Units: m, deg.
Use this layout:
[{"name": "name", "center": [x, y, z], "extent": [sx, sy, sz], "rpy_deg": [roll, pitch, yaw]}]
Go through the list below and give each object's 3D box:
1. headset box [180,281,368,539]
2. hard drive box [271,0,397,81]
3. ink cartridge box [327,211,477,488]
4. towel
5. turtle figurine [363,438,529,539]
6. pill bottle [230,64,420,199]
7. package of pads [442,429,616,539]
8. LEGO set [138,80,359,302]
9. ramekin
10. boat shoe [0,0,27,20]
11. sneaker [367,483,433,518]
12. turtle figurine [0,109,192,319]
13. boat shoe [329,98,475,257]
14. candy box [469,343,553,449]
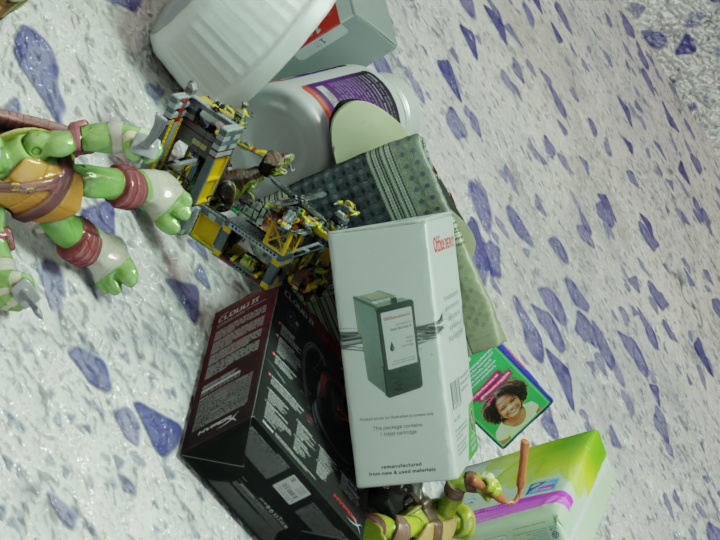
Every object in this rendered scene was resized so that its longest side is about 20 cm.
[{"name": "headset box", "center": [-0.058, 0.116, 1.400], "extent": [0.149, 0.075, 0.201], "rpy_deg": [51, 25, -27]}, {"name": "hard drive box", "center": [-0.062, -0.274, 1.719], "extent": [0.077, 0.155, 0.202], "rpy_deg": [32, 37, -50]}, {"name": "ink cartridge box", "center": [0.037, 0.059, 1.391], "extent": [0.146, 0.083, 0.202], "rpy_deg": [-15, 99, -79]}, {"name": "towel", "center": [0.009, 0.006, 1.499], "extent": [0.202, 0.191, 0.035], "rpy_deg": [68, 22, -1]}, {"name": "turtle figurine", "center": [0.051, 0.212, 1.444], "extent": [0.160, 0.201, 0.065], "rpy_deg": [-10, 51, -47]}, {"name": "pill bottle", "center": [-0.026, -0.130, 1.616], "extent": [0.199, 0.111, 0.112], "rpy_deg": [-23, 86, -56]}, {"name": "package of pads", "center": [0.142, 0.228, 1.607], "extent": [0.069, 0.153, 0.200], "rpy_deg": [67, 24, -9]}, {"name": "LEGO set", "center": [-0.084, -0.078, 1.421], "extent": [0.199, 0.117, 0.153], "rpy_deg": [37, 23, 23]}, {"name": "ramekin", "center": [-0.103, -0.237, 1.554], "extent": [0.094, 0.202, 0.203], "rpy_deg": [40, 29, -16]}, {"name": "boat shoe", "center": [-0.269, -0.238, 1.341], "extent": [0.076, 0.073, 0.201], "rpy_deg": [53, 25, -22]}, {"name": "sneaker", "center": [0.018, 0.139, 1.547], "extent": [0.090, 0.066, 0.202], "rpy_deg": [45, 30, -45]}, {"name": "turtle figurine", "center": [-0.188, -0.031, 1.207], "extent": [0.194, 0.198, 0.146], "rpy_deg": [24, 78, -62]}, {"name": "boat shoe", "center": [0.030, -0.079, 1.551], "extent": [0.202, 0.073, 0.063], "rpy_deg": [49, 4, -34]}, {"name": "candy box", "center": [0.073, 0.056, 1.669], "extent": [0.200, 0.077, 0.169], "rpy_deg": [42, 4, -40]}]
